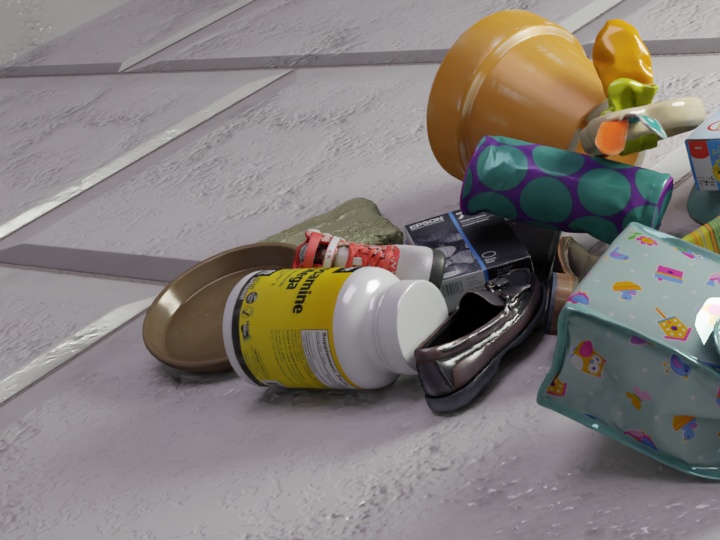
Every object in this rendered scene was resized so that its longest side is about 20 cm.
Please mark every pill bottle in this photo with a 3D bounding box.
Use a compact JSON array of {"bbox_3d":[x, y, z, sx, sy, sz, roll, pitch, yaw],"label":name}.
[{"bbox_3d":[-0.022,0.053,1.616,0.199,0.113,0.112,-2,26,37],"label":"pill bottle"}]

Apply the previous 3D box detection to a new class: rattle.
[{"bbox_3d":[0.256,-0.180,1.672,0.129,0.144,0.200,2,3,28],"label":"rattle"}]

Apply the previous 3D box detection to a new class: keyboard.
[{"bbox_3d":[0.135,-0.005,1.758,0.126,0.021,0.200,-6,23,17],"label":"keyboard"}]

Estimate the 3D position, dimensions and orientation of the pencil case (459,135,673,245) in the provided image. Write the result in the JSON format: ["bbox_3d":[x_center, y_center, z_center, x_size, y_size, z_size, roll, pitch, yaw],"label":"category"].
[{"bbox_3d":[0.199,-0.072,1.691,0.199,0.093,0.085,14,52,9],"label":"pencil case"}]

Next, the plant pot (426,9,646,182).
[{"bbox_3d":[0.203,-0.158,1.868,0.199,0.201,0.183,-29,39,-25],"label":"plant pot"}]

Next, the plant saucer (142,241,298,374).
[{"bbox_3d":[-0.130,0.041,1.808,0.199,0.030,0.201,-15,34,10],"label":"plant saucer"}]

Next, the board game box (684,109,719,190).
[{"bbox_3d":[0.449,-0.144,1.685,0.195,0.056,0.200,2,29,43],"label":"board game box"}]

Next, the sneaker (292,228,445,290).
[{"bbox_3d":[0.000,0.001,1.685,0.107,0.068,0.201,19,-9,-19],"label":"sneaker"}]

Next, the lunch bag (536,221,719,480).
[{"bbox_3d":[0.260,0.064,1.332,0.199,0.123,0.170,22,33,20],"label":"lunch bag"}]

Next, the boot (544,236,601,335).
[{"bbox_3d":[0.221,0.021,1.588,0.096,0.075,0.200,9,19,6],"label":"boot"}]

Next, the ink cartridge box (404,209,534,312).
[{"bbox_3d":[0.103,-0.022,1.743,0.099,0.039,0.200,-17,23,-5],"label":"ink cartridge box"}]

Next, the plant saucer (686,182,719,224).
[{"bbox_3d":[0.419,-0.101,1.730,0.199,0.036,0.200,-17,21,7],"label":"plant saucer"}]

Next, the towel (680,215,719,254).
[{"bbox_3d":[0.272,0.016,1.492,0.199,0.087,0.018,-28,22,-20],"label":"towel"}]

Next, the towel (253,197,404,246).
[{"bbox_3d":[-0.058,-0.020,1.935,0.199,0.037,0.148,-22,22,-8],"label":"towel"}]

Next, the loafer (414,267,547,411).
[{"bbox_3d":[0.109,0.047,1.570,0.072,0.063,0.200,-12,25,38],"label":"loafer"}]
